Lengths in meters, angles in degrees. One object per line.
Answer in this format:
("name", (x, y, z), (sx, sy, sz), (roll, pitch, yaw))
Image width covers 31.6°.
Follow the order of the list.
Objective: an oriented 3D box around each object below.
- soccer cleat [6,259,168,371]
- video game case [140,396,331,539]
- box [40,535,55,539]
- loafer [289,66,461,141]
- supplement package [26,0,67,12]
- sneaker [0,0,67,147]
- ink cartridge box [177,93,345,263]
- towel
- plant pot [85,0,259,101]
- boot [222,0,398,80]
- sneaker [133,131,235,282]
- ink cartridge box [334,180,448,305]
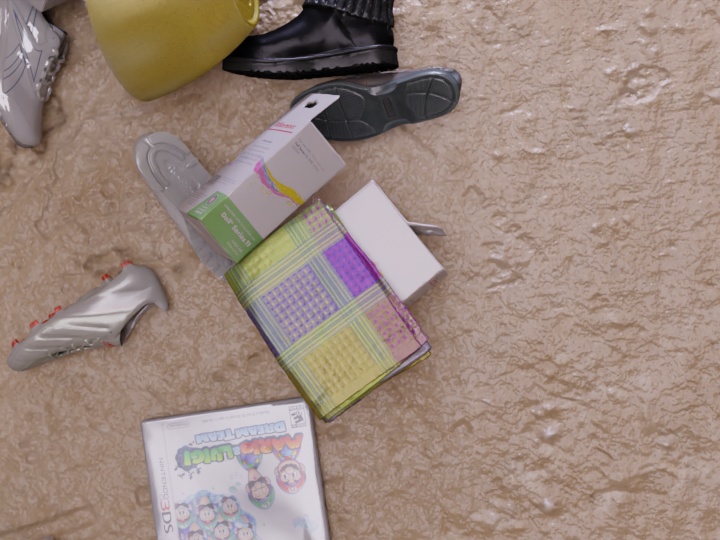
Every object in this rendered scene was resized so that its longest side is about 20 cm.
("soccer cleat", (-0.314, 0.067, 1.463), (0.200, 0.069, 0.078), (-34, 88, 0))
("video game case", (-0.142, 0.248, 1.459), (0.199, 0.024, 0.183), (-9, 87, 5))
("box", (-0.392, 0.437, 1.401), (0.199, 0.171, 0.200), (-35, 85, 3))
("loafer", (0.020, -0.193, 1.449), (0.199, 0.063, 0.072), (-6, 114, 19))
("supplement package", (-0.380, -0.409, 1.435), (0.200, 0.121, 0.120), (39, 129, 7))
("sneaker", (-0.383, -0.243, 1.471), (0.087, 0.075, 0.201), (-5, 88, 0))
("ink cartridge box", (-0.094, -0.103, 1.381), (0.200, 0.117, 0.067), (-43, 110, -9))
("towel", (-0.036, 0.045, 1.330), (0.143, 0.023, 0.200), (-37, 84, 4))
("plant pot", (-0.192, -0.297, 1.385), (0.142, 0.200, 0.201), (-11, 87, 14))
("boot", (-0.057, -0.300, 1.444), (0.210, 0.079, 0.158), (-5, 90, 0))
("sneaker", (-0.188, -0.074, 1.456), (0.076, 0.080, 0.200), (-36, 105, -16))
("ink cartridge box", (0.000, 0.000, 1.403), (0.200, 0.129, 0.125), (-39, 85, 2))
